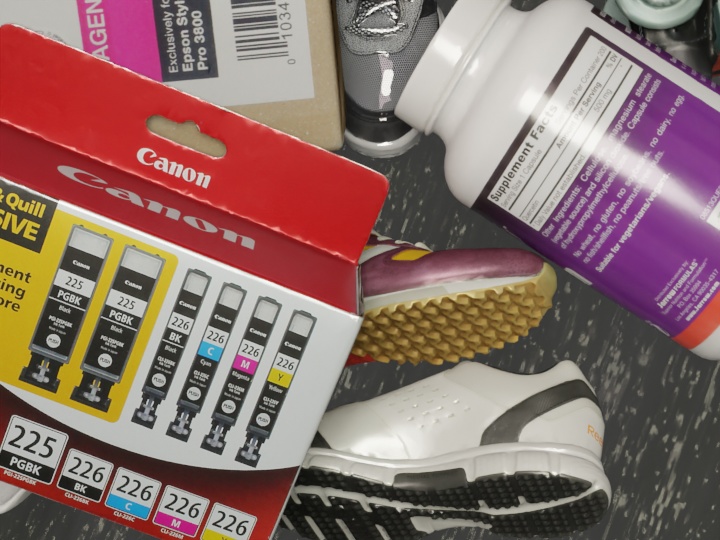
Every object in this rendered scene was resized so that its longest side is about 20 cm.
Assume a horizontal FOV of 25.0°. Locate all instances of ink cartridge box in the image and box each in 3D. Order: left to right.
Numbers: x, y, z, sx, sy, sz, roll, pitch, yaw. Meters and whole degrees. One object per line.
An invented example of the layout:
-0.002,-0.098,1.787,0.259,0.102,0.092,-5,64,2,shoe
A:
-0.105,0.011,0.720,0.198,0.084,0.177,21,105,-7,ink cartridge box
-0.096,-0.152,0.759,0.163,0.075,0.202,-6,107,1,ink cartridge box

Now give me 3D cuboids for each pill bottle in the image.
0.119,-0.053,0.771,0.199,0.112,0.113,33,87,3,pill bottle

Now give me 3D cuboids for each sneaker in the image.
0.000,0.000,0.818,0.198,0.075,0.091,-11,60,18,sneaker
0.008,-0.166,0.833,0.075,0.114,0.202,2,78,5,sneaker
0.029,0.089,0.816,0.198,0.074,0.081,-2,51,16,sneaker

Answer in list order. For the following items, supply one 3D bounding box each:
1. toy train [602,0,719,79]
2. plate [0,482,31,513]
0.172,-0.190,0.825,0.113,0.085,0.202,-9,78,1,toy train
-0.155,0.001,0.855,0.200,0.032,0.200,-47,50,2,plate
